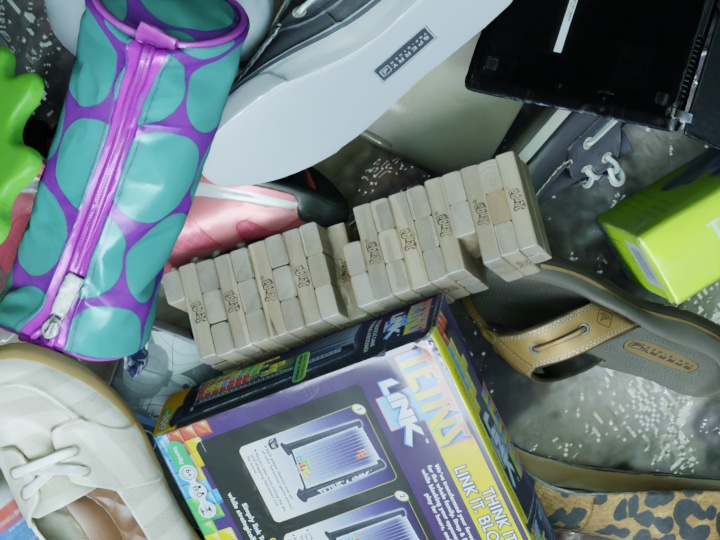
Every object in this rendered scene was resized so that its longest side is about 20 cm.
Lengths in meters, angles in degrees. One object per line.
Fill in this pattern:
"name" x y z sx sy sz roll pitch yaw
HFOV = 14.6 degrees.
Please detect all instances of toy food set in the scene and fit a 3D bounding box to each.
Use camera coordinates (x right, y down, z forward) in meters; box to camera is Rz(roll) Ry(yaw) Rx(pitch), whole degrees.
"toy food set" 0.042 -0.161 1.523 0.143 0.060 0.201 28 99 -13

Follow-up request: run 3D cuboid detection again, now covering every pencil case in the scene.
"pencil case" -0.121 -0.050 1.413 0.085 0.093 0.201 21 116 3

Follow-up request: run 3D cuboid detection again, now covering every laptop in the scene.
"laptop" 0.183 -0.146 1.468 0.199 0.103 0.178 13 81 31

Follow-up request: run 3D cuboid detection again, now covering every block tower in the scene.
"block tower" 0.000 0.000 1.479 0.199 0.054 0.058 -18 74 13

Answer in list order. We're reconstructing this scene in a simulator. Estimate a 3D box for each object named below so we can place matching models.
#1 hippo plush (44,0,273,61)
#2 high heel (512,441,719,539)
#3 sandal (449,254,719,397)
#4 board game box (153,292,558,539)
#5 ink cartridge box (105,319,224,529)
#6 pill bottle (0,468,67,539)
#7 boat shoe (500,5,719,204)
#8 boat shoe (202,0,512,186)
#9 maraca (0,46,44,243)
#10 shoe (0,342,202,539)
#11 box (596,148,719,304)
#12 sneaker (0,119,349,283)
"hippo plush" -0.111 -0.182 1.444 0.198 0.159 0.162 3 96 -8
"high heel" 0.122 0.097 1.546 0.142 0.071 0.201 -30 116 4
"sandal" 0.114 0.038 1.537 0.199 0.082 0.055 22 64 -16
"board game box" 0.007 0.132 1.489 0.164 0.057 0.201 -20 109 15
"ink cartridge box" -0.050 0.102 1.548 0.199 0.039 0.100 19 94 -9
"pill bottle" -0.175 0.213 1.488 0.112 0.112 0.201 -30 99 -2
"boat shoe" 0.129 -0.075 1.531 0.063 0.073 0.200 42 86 -7
"boat shoe" -0.010 -0.123 1.462 0.200 0.068 0.072 -38 144 5
"maraca" -0.234 -0.039 1.449 0.107 0.199 0.138 25 50 -43
"shoe" -0.132 0.119 1.443 0.070 0.054 0.200 -26 119 17
"box" 0.232 -0.055 1.519 0.199 0.122 0.048 -31 98 -2
"sneaker" -0.107 -0.027 1.520 0.199 0.074 0.087 6 111 -4
